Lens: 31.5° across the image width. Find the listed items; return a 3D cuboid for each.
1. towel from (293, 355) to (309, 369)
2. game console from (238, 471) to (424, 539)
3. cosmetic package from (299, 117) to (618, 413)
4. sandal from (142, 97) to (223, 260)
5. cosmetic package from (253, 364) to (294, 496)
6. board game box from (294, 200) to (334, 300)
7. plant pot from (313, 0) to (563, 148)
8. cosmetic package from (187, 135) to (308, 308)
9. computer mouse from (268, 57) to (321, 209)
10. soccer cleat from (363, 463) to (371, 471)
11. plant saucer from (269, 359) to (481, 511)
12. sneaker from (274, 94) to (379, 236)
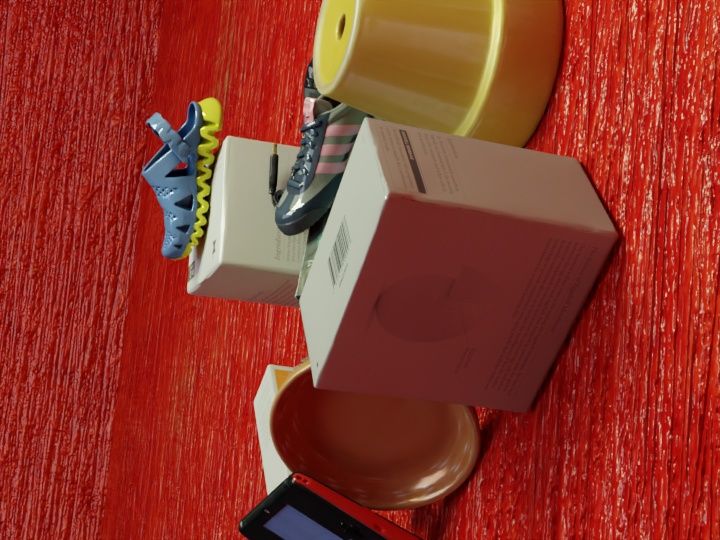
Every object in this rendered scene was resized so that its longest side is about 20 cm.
[{"bbox_3d":[0.018,0.085,1.325,0.023,0.143,0.200,66,165,-11],"label":"towel"},{"bbox_3d":[-0.025,0.281,1.299,0.031,0.177,0.200,-65,8,-32],"label":"game console"},{"bbox_3d":[0.074,0.000,1.073,0.123,0.200,0.200,-103,28,-52],"label":"cosmetic package"},{"bbox_3d":[-0.224,-0.113,1.543,0.079,0.087,0.200,-162,79,-68],"label":"sandal"},{"bbox_3d":[-0.062,0.210,1.535,0.200,0.101,0.071,-105,31,-48],"label":"cosmetic package"},{"bbox_3d":[0.005,-0.066,1.303,0.135,0.028,0.200,-21,45,36],"label":"board game box"},{"bbox_3d":[0.063,-0.214,1.214,0.201,0.189,0.201,-171,90,-72],"label":"plant pot"},{"bbox_3d":[-0.097,-0.052,1.591,0.165,0.200,0.165,146,129,-65],"label":"cosmetic package"},{"bbox_3d":[-0.049,-0.152,1.461,0.140,0.046,0.200,10,103,45],"label":"computer mouse"},{"bbox_3d":[0.015,0.140,1.349,0.200,0.067,0.081,-90,-9,-48],"label":"soccer cleat"},{"bbox_3d":[0.015,0.145,1.207,0.037,0.200,0.200,-77,8,-54],"label":"plant saucer"},{"bbox_3d":[-0.044,-0.134,1.321,0.070,0.082,0.200,15,71,51],"label":"sneaker"}]
